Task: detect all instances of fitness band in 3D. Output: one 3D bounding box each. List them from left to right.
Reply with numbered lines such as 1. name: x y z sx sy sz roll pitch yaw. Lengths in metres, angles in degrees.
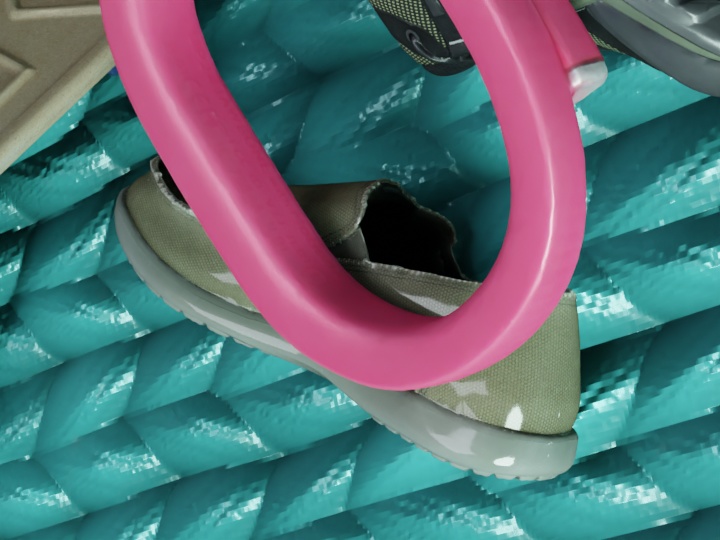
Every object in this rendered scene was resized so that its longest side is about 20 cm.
1. fitness band: -0.005 -0.061 0.700 0.144 0.037 0.200 -42 73 40

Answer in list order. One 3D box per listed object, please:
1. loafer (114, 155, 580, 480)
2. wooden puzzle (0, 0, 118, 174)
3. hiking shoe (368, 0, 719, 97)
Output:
1. loafer: 0.000 0.000 0.782 0.200 0.075 0.070 28 105 33
2. wooden puzzle: -0.160 -0.095 0.900 0.185 0.046 0.200 29 70 37
3. hiking shoe: 0.053 -0.100 0.730 0.200 0.076 0.101 36 148 27
